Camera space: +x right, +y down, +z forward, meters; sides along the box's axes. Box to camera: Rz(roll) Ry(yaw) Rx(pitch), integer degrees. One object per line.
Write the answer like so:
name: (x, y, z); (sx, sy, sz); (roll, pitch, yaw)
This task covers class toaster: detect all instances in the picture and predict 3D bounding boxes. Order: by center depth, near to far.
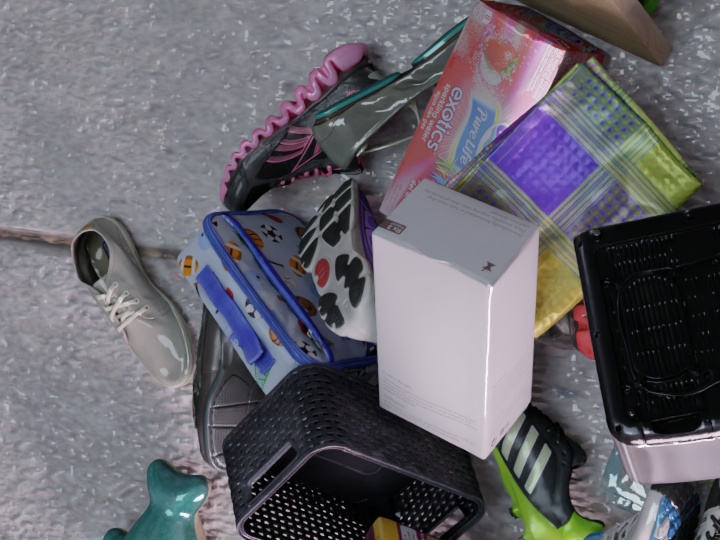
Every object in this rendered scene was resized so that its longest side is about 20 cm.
toaster: (0.264, 0.057, 1.088); (0.179, 0.119, 0.202); (-12, 61, 10)

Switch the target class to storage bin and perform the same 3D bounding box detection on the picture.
storage bin: (-0.006, 0.179, 1.275); (0.135, 0.199, 0.094); (-45, 40, 26)

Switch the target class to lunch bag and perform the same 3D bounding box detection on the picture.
lunch bag: (-0.067, 0.034, 1.327); (0.076, 0.160, 0.201); (-49, 66, 24)

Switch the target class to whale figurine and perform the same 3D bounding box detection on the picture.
whale figurine: (-0.206, 0.296, 1.474); (0.158, 0.103, 0.202); (18, 104, 29)

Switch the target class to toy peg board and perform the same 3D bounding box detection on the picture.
toy peg board: (0.154, -0.268, 1.155); (0.199, 0.199, 0.099); (30, 94, 25)

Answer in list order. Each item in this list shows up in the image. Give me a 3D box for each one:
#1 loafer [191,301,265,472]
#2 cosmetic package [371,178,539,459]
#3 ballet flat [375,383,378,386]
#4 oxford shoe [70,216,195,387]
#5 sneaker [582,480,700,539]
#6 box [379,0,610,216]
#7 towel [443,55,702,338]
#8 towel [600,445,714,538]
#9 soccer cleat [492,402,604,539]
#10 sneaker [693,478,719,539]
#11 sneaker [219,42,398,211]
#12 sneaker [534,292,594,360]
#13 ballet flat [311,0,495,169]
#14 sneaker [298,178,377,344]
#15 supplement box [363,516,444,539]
loafer: (-0.130, 0.092, 1.439); (0.063, 0.071, 0.203); (10, 93, 50)
cosmetic package: (0.075, 0.040, 1.169); (0.112, 0.081, 0.201); (26, 139, 25)
ballet flat: (0.005, 0.149, 1.358); (0.199, 0.057, 0.067); (-36, 77, 29)
oxford shoe: (-0.236, 0.034, 1.495); (0.075, 0.058, 0.201); (-37, 77, 26)
sneaker: (0.216, 0.230, 1.187); (0.086, 0.075, 0.201); (30, 140, 28)
box: (0.112, -0.116, 1.240); (0.094, 0.102, 0.202); (34, 110, 24)
towel: (0.155, -0.052, 1.170); (0.200, 0.023, 0.144); (-43, 89, 21)
towel: (0.299, 0.134, 1.184); (0.170, 0.048, 0.202); (27, 108, 23)
soccer cleat: (0.147, 0.148, 1.274); (0.080, 0.068, 0.202); (-23, 77, 7)
sneaker: (0.284, 0.225, 1.126); (0.075, 0.087, 0.202); (18, 103, 28)
sneaker: (-0.044, -0.112, 1.347); (0.200, 0.079, 0.095); (-44, 88, 15)
sneaker: (0.169, -0.026, 1.231); (0.097, 0.071, 0.203); (1, 97, 29)
ballet flat: (0.051, -0.157, 1.281); (0.199, 0.067, 0.064); (-32, 98, 6)
sneaker: (0.000, 0.000, 1.306); (0.081, 0.083, 0.201); (-44, 35, 25)
supplement box: (0.084, 0.311, 1.229); (0.198, 0.131, 0.104); (23, 111, -14)
